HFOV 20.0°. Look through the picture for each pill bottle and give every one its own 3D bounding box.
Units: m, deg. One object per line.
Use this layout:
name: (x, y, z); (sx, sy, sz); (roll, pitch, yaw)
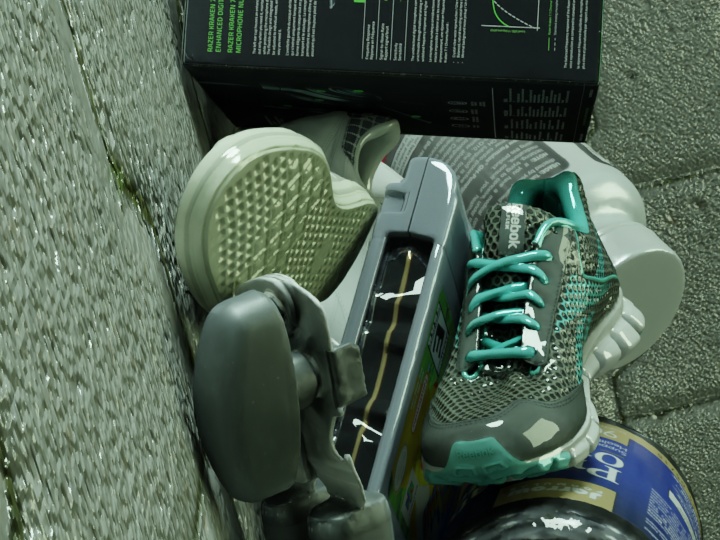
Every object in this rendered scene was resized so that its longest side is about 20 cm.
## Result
pill bottle: (0.081, 0.135, 0.823); (0.200, 0.111, 0.113); (-45, 122, -75)
pill bottle: (0.096, -0.031, 1.189); (0.200, 0.110, 0.111); (45, -20, 41)

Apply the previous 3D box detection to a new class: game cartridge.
game cartridge: (0.017, 0.071, 0.863); (0.134, 0.040, 0.202); (75, 28, -60)

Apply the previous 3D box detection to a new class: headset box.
headset box: (0.014, -0.121, 0.960); (0.174, 0.198, 0.094); (44, 49, -83)

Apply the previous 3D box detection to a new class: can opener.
can opener: (-0.021, 0.097, 0.718); (0.052, 0.066, 0.202); (11, -61, 52)

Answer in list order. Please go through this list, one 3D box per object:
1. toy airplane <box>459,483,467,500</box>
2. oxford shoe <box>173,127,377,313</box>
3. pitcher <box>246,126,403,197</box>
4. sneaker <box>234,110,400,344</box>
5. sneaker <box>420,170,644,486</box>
toy airplane: (0.049, 0.172, 1.045); (0.200, 0.140, 0.200); (-64, -175, -1)
oxford shoe: (-0.043, -0.022, 0.780); (0.057, 0.076, 0.200); (32, 5, 10)
pitcher: (0.000, 0.000, 1.052); (0.172, 0.121, 0.200); (47, 11, -27)
sneaker: (-0.010, 0.019, 0.921); (0.076, 0.080, 0.202); (78, 4, -70)
sneaker: (0.063, 0.020, 0.846); (0.200, 0.077, 0.092); (-55, 133, -64)
